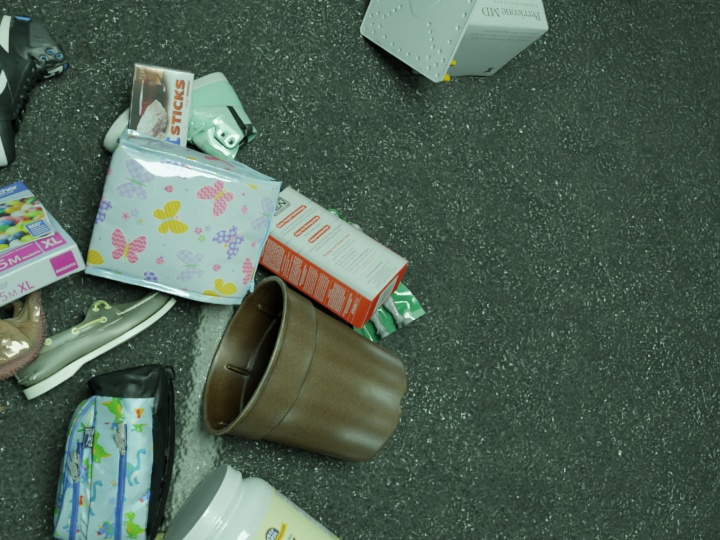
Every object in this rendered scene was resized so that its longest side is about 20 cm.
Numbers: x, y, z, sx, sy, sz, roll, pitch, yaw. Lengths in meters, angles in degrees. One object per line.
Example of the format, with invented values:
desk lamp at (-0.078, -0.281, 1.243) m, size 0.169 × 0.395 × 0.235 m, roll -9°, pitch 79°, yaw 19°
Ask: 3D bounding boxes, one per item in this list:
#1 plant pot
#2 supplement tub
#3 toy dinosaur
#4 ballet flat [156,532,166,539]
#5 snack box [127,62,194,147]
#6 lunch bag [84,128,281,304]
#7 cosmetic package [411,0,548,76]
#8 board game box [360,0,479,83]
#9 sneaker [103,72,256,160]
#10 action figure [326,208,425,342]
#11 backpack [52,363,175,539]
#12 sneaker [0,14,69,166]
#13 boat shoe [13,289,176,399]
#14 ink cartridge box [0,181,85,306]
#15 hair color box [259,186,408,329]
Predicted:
plant pot at (-0.062, 0.138, 0.911) m, size 0.198 × 0.200 × 0.201 m, roll 26°, pitch 67°, yaw -24°
supplement tub at (-0.116, 0.335, 0.851) m, size 0.200 × 0.145 × 0.145 m, roll 41°, pitch 64°, yaw -10°
toy dinosaur at (-0.392, 0.094, 0.776) m, size 0.200 × 0.086 × 0.135 m, roll -40°, pitch 62°, yaw -17°
ballet flat at (-0.285, 0.369, 0.809) m, size 0.200 × 0.071 × 0.071 m, roll -32°, pitch 91°, yaw -28°
snack box at (-0.258, -0.153, 0.926) m, size 0.072 × 0.024 × 0.201 m, roll 3°, pitch 108°, yaw -25°
lunch bag at (-0.212, -0.060, 0.895) m, size 0.199 × 0.127 × 0.170 m, roll 15°, pitch 103°, yaw -14°
cosmetic package at (0.170, -0.439, 1.176) m, size 0.164 × 0.165 × 0.201 m, roll -7°, pitch 79°, yaw -26°
board game box at (0.101, -0.408, 1.085) m, size 0.026 × 0.201 × 0.200 m, roll -1°, pitch 35°, yaw -44°
sneaker at (-0.229, -0.178, 0.971) m, size 0.200 × 0.074 × 0.118 m, roll -35°, pitch 86°, yaw -30°
action figure at (0.000, 0.000, 1.049) m, size 0.118 × 0.055 × 0.201 m, roll -28°, pitch 85°, yaw -25°
backpack at (-0.268, 0.214, 0.819) m, size 0.153 × 0.163 × 0.201 m, roll -10°, pitch 87°, yaw -18°
sneaker at (-0.413, -0.229, 0.903) m, size 0.111 × 0.073 × 0.201 m, roll -10°, pitch 79°, yaw -25°
boat shoe at (-0.315, 0.072, 0.870) m, size 0.201 × 0.072 × 0.060 m, roll -35°, pitch 97°, yaw -24°
ink cartridge box at (-0.402, -0.036, 0.808) m, size 0.119 × 0.200 × 0.042 m, roll -29°, pitch 134°, yaw -28°
hair color box at (-0.049, -0.020, 0.969) m, size 0.200 × 0.061 × 0.102 m, roll 34°, pitch 45°, yaw 13°
